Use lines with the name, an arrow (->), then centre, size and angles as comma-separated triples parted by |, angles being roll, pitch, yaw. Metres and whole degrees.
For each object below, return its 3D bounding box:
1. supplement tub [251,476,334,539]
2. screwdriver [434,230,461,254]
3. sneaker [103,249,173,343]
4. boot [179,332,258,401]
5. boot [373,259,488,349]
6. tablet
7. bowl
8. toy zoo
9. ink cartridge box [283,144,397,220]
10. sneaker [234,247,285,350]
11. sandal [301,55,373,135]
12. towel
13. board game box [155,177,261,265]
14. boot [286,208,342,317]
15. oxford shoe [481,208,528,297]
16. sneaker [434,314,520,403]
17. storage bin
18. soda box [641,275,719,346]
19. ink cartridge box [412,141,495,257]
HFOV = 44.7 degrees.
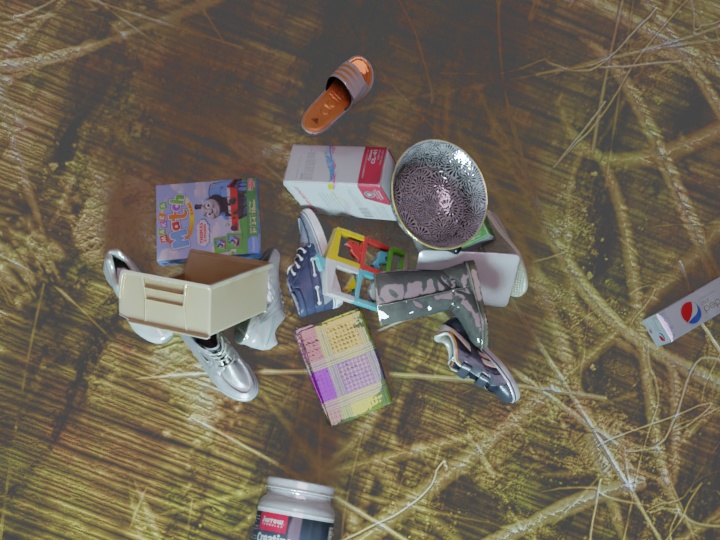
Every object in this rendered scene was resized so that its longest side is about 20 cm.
supplement tub -> -0.120, 0.470, 1.516 | 0.138, 0.140, 0.204 | 10, 74, -5
screwdriver -> 0.110, -0.089, 1.670 | 0.199, 0.028, 0.029 | 36, 88, 22
sneaker -> -0.415, 0.048, 1.611 | 0.070, 0.080, 0.201 | -35, 84, -16
boot -> -0.263, 0.156, 1.601 | 0.200, 0.096, 0.074 | 44, 74, 5
boot -> 0.131, 0.075, 1.636 | 0.196, 0.073, 0.185 | -11, 76, -4
tablet -> 0.201, 0.017, 1.693 | 0.196, 0.132, 0.014 | 2, 38, -7
bowl -> 0.127, -0.131, 1.610 | 0.197, 0.094, 0.205 | 4, 80, -23
toy zoo -> 0.000, 0.000, 1.677 | 0.197, 0.020, 0.134 | 19, 72, -27
ink cartridge box -> -0.026, -0.167, 1.654 | 0.196, 0.148, 0.087 | 7, 71, 21
sneaker -> -0.180, 0.056, 1.661 | 0.079, 0.070, 0.204 | 25, 64, -29
sandal -> -0.041, -0.361, 1.784 | 0.079, 0.059, 0.208 | 37, 74, 3
towel -> -0.031, 0.180, 1.665 | 0.141, 0.023, 0.203 | -19, 80, -13
board game box -> -0.292, -0.094, 1.680 | 0.196, 0.037, 0.154 | -5, 76, 2
boot -> -0.105, -0.016, 1.678 | 0.089, 0.073, 0.203 | -16, 79, -17
oxford shoe -> 0.278, -0.042, 1.746 | 0.075, 0.058, 0.202 | -34, 81, 26
sneaker -> 0.218, 0.182, 1.670 | 0.079, 0.079, 0.201 | -31, 70, -19
storage bin -> -0.287, 0.034, 1.529 | 0.195, 0.199, 0.096 | 10, 106, 23
soda box -> 0.672, 0.077, 1.762 | 0.198, 0.068, 0.064 | -27, 80, -13
ink cartridge box -> 0.158, -0.126, 1.711 | 0.144, 0.084, 0.203 | -24, 78, 16
